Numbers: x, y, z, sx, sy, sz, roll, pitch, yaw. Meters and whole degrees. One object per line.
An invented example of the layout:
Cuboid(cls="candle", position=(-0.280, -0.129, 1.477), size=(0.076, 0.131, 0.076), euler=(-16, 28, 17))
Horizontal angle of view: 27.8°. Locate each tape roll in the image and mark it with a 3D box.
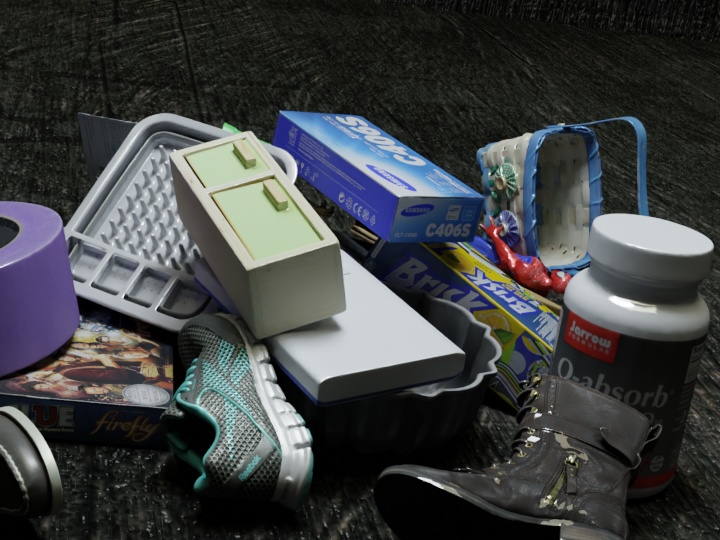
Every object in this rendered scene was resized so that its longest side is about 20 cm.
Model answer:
Cuboid(cls="tape roll", position=(-0.326, 0.017, 1.145), size=(0.198, 0.086, 0.200), euler=(-5, 21, 2))

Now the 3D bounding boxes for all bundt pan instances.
Cuboid(cls="bundt pan", position=(0.011, 0.083, 1.178), size=(0.200, 0.077, 0.202), euler=(7, 24, -3))

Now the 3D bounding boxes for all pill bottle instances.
Cuboid(cls="pill bottle", position=(0.208, 0.065, 1.139), size=(0.115, 0.202, 0.116), euler=(7, 19, -3))

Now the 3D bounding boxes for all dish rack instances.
Cuboid(cls="dish rack", position=(-0.159, -0.036, 1.264), size=(0.170, 0.044, 0.201), euler=(18, 61, 20))

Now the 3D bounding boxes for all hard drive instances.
Cuboid(cls="hard drive", position=(-0.028, 0.036, 1.139), size=(0.131, 0.026, 0.200), euler=(-8, 31, -32))

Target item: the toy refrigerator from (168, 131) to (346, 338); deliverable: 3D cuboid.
Cuboid(cls="toy refrigerator", position=(-0.084, -0.035, 1.142), size=(0.075, 0.071, 0.200), euler=(-17, 34, -16))

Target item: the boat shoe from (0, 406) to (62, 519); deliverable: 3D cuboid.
Cuboid(cls="boat shoe", position=(-0.269, 0.121, 0.976), size=(0.060, 0.073, 0.200), euler=(-13, 22, -39))

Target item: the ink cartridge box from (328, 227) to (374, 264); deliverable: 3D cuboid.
Cuboid(cls="ink cartridge box", position=(0.000, 0.000, 1.368), size=(0.199, 0.039, 0.099), euler=(17, 16, -45))

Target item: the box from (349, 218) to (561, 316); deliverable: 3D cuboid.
Cuboid(cls="box", position=(0.105, 0.004, 1.427), size=(0.163, 0.021, 0.199), euler=(28, 4, 37))

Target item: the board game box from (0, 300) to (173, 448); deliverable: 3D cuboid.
Cuboid(cls="board game box", position=(-0.218, 0.077, 1.168), size=(0.134, 0.035, 0.200), euler=(5, 20, -10))

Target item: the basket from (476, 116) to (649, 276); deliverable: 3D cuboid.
Cuboid(cls="basket", position=(0.228, -0.074, 1.593), size=(0.199, 0.178, 0.139), euler=(0, 8, 39))

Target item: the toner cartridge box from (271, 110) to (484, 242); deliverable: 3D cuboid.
Cuboid(cls="toner cartridge box", position=(0.011, -0.084, 1.271), size=(0.094, 0.044, 0.200), euler=(-2, 26, -36))

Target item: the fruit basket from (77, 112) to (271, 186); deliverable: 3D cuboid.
Cuboid(cls="fruit basket", position=(-0.176, -0.088, 1.462), size=(0.198, 0.186, 0.094), euler=(14, 56, 8))

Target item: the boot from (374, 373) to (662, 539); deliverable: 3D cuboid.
Cuboid(cls="boot", position=(0.115, 0.137, 1.034), size=(0.198, 0.070, 0.175), euler=(19, 38, -2))

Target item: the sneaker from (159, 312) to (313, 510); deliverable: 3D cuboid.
Cuboid(cls="sneaker", position=(-0.107, 0.096, 1.061), size=(0.090, 0.078, 0.200), euler=(0, 30, -28))

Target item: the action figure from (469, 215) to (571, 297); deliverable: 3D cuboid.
Cuboid(cls="action figure", position=(0.146, -0.016, 1.551), size=(0.199, 0.052, 0.066), euler=(28, -15, 40))

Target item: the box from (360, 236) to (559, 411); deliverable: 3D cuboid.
Cuboid(cls="box", position=(0.096, 0.033, 1.272), size=(0.200, 0.070, 0.064), euler=(40, 26, 12))

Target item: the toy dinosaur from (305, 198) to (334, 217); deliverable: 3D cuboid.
Cuboid(cls="toy dinosaur", position=(-0.096, -0.049, 1.311), size=(0.198, 0.059, 0.101), euler=(11, 44, 25))

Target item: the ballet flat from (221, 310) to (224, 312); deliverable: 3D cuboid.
Cuboid(cls="ballet flat", position=(-0.189, 0.015, 1.304), size=(0.199, 0.068, 0.062), euler=(12, 1, 37))
